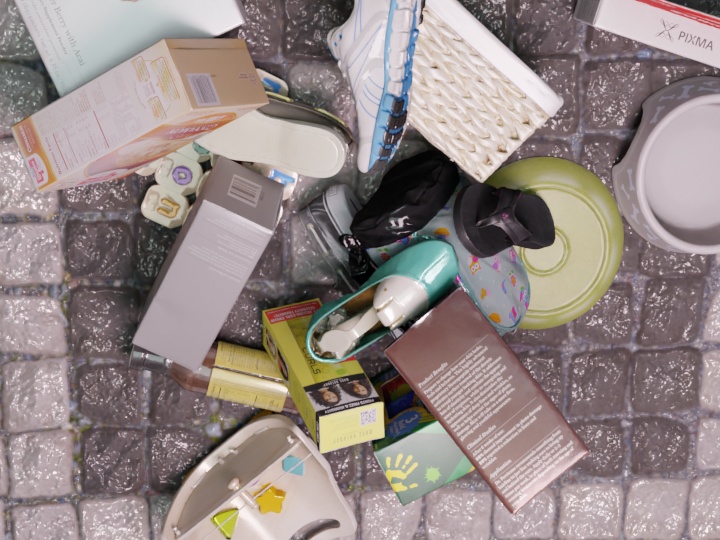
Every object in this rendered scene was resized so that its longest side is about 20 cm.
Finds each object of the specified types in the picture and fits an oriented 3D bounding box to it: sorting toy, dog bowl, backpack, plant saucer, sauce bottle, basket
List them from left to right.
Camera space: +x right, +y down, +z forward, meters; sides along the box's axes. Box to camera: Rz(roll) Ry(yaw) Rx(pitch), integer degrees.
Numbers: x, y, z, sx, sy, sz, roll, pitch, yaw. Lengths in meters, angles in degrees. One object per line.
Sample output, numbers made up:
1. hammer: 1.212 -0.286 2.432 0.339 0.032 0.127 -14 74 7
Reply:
1. sauce bottle: -0.159 0.110 1.341 0.197 0.065 0.066 15 104 -8
2. sorting toy: -0.100 0.278 1.379 0.199 0.107 0.180 -38 112 6
3. backpack: 0.089 -0.008 1.264 0.126 0.167 0.201 -12 117 44
4. basket: 0.093 -0.204 1.240 0.199 0.136 0.124 40 103 -13
5. plant saucer: 0.205 -0.025 1.350 0.197 0.031 0.203 -1 106 -4
6. dog bowl: 0.383 -0.111 1.326 0.197 0.059 0.203 -1 106 -5

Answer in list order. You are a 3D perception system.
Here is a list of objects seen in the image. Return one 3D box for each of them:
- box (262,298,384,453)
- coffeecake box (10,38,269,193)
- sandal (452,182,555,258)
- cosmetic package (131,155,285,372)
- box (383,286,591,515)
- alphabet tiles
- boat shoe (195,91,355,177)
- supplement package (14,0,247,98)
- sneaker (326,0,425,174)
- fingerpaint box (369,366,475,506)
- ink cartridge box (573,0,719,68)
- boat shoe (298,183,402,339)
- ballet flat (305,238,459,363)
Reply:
1. box: -0.043 0.108 1.271 0.074 0.200 0.051 -11 124 -16
2. coffeecake box: -0.215 -0.153 1.175 0.198 0.153 0.074 -23 91 26
3. sandal: 0.157 -0.058 1.230 0.048 0.199 0.076 -20 83 34
4. cosmetic package: -0.162 -0.006 1.262 0.089 0.107 0.201 23 121 -11
5. box: 0.121 0.124 1.159 0.100 0.075 0.201 -38 86 3
6. alphabet tiles: -0.159 -0.132 1.299 0.194 0.015 0.202 24 102 -10
7. boat shoe: -0.103 -0.153 1.255 0.199 0.060 0.073 19 119 10
8. supplement package: -0.227 -0.268 1.201 0.198 0.120 0.123 -24 105 2
9. sneaker: 0.007 -0.195 1.147 0.085 0.075 0.203 12 106 14
10. fingerpaint box: 0.092 0.147 1.300 0.165 0.200 0.074 -27 105 4
11. ink cartridge box: 0.334 -0.243 1.224 0.197 0.176 0.045 16 104 -8
12. boat shoe: 0.000 0.000 1.328 0.070 0.072 0.202 -24 104 22
13. ballet flat: 0.019 0.041 1.194 0.199 0.071 0.067 -33 109 34
